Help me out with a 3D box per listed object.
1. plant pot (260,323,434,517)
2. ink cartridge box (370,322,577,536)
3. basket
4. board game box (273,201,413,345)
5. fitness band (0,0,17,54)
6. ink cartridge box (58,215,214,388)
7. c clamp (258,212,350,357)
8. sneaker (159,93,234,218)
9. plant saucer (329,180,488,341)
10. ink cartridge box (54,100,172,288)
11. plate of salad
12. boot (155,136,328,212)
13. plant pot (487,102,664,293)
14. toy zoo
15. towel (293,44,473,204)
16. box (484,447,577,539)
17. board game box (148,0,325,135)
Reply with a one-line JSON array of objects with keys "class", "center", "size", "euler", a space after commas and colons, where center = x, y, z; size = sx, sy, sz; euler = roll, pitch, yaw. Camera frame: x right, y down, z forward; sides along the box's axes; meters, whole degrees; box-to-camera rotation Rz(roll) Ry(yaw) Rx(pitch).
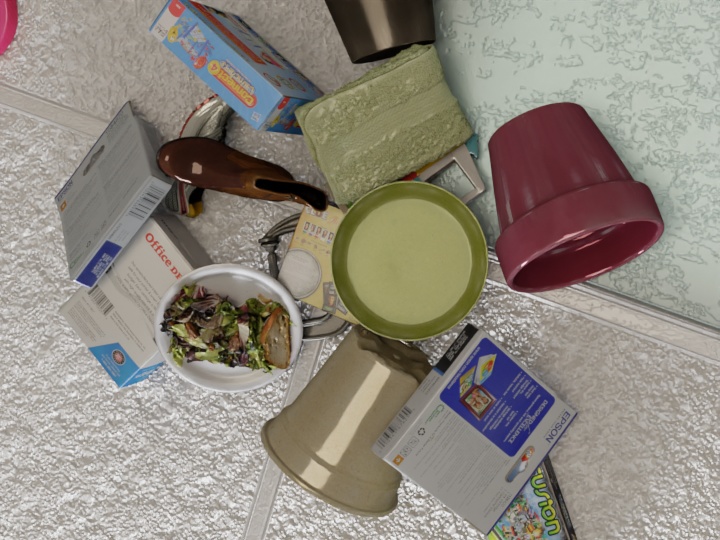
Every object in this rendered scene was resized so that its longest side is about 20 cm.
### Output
[{"class": "plant pot", "center": [0.003, 0.176, 1.685], "size": [0.200, 0.200, 0.184], "euler": [34, 106, 15]}, {"class": "ink cartridge box", "center": [0.143, 0.197, 1.642], "size": [0.198, 0.200, 0.047], "euler": [-52, 32, -5]}, {"class": "basket", "center": [0.016, -0.374, 1.691], "size": [0.179, 0.136, 0.201], "euler": [-13, 92, 8]}, {"class": "board game box", "center": [0.000, 0.000, 1.754], "size": [0.199, 0.035, 0.136], "euler": [24, 99, 11]}, {"class": "fitness band", "center": [-0.586, -0.399, 1.954], "size": [0.143, 0.037, 0.200], "euler": [-36, 82, 18]}, {"class": "ink cartridge box", "center": [-0.295, 0.041, 1.849], "size": [0.200, 0.084, 0.146], "euler": [-42, 80, 16]}, {"class": "c clamp", "center": [-0.092, 0.022, 1.806], "size": [0.170, 0.027, 0.201], "euler": [-4, 92, 20]}, {"class": "sneaker", "center": [-0.207, -0.161, 1.819], "size": [0.082, 0.078, 0.200], "euler": [35, 112, 8]}, {"class": "plant saucer", "center": [0.061, -0.012, 1.681], "size": [0.199, 0.031, 0.201], "euler": [0, 89, 2]}, {"class": "ink cartridge box", "center": [-0.345, -0.107, 1.843], "size": [0.200, 0.040, 0.200], "euler": [-49, 38, 20]}, {"class": "plate of salad", "center": [-0.176, 0.084, 1.771], "size": [0.199, 0.048, 0.201], "euler": [-1, 119, -1]}, {"class": "boot", "center": [-0.155, -0.114, 1.694], "size": [0.187, 0.200, 0.069], "euler": [20, 95, -21]}, {"class": "plant pot", "center": [0.241, -0.094, 1.604], "size": [0.199, 0.200, 0.180], "euler": [-25, 69, 19]}, {"class": "toy zoo", "center": [0.070, -0.115, 1.719], "size": [0.200, 0.020, 0.131], "euler": [-36, 78, 1]}, {"class": "towel", "center": [0.031, -0.181, 1.675], "size": [0.199, 0.037, 0.149], "euler": [-28, 110, 0]}, {"class": "box", "center": [0.210, 0.316, 1.710], "size": [0.110, 0.035, 0.201], "euler": [-20, 86, 19]}, {"class": "board game box", "center": [-0.146, -0.260, 1.719], "size": [0.200, 0.196, 0.056], "euler": [43, 106, 13]}]
